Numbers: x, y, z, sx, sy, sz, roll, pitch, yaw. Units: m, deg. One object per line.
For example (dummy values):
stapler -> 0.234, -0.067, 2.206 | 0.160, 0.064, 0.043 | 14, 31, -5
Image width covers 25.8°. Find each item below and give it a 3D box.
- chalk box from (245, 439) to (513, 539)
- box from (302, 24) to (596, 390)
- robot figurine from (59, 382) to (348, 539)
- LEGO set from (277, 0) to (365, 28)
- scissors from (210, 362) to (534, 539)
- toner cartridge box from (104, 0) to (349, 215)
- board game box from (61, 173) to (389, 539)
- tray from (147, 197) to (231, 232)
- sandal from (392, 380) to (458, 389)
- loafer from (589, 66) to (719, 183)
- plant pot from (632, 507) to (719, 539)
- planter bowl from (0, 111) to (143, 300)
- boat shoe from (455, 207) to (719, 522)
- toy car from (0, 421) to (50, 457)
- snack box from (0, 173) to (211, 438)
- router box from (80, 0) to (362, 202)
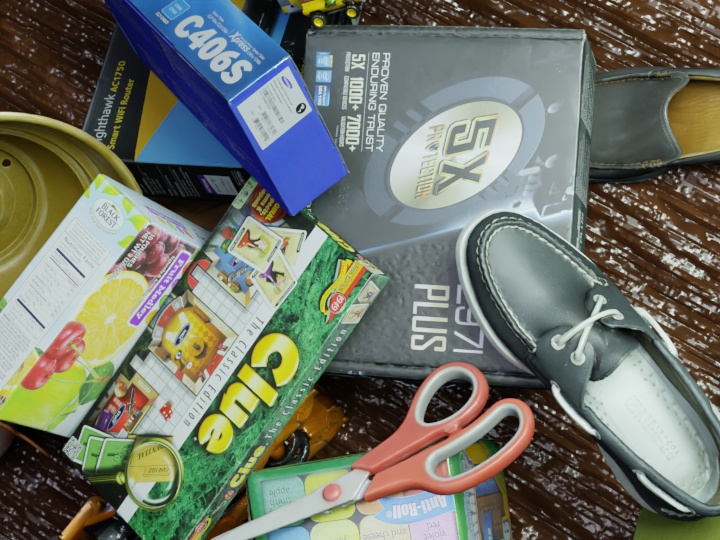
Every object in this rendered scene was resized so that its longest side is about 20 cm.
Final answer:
chalk box -> 0.013, 0.165, 0.901 | 0.124, 0.200, 0.125 | -9, 81, 13
box -> 0.049, -0.035, 0.916 | 0.163, 0.086, 0.202 | 4, 86, 13
robot figurine -> -0.102, 0.136, 0.972 | 0.200, 0.145, 0.058 | -40, 70, -1
LEGO set -> -0.007, -0.248, 0.918 | 0.153, 0.116, 0.201 | -5, 42, 31
scissors -> -0.001, 0.118, 0.830 | 0.199, 0.014, 0.073 | -34, 52, -6
toner cartridge box -> -0.087, -0.121, 0.888 | 0.043, 0.095, 0.200 | -36, 48, -9
board game box -> -0.079, 0.055, 0.883 | 0.105, 0.023, 0.201 | 39, 98, 27
tray -> -0.151, -0.040, 1.055 | 0.199, 0.037, 0.099 | -20, 79, 11
sandal -> 0.000, 0.000, 0.987 | 0.075, 0.045, 0.200 | -44, 90, -3
loafer -> 0.186, -0.094, 0.951 | 0.199, 0.072, 0.073 | -4, 84, 15
plant pot -> 0.256, 0.175, 0.862 | 0.199, 0.187, 0.189 | 1, 84, 32
planter bowl -> -0.234, -0.021, 0.957 | 0.200, 0.200, 0.084 | -46, 40, 6
boat shoe -> 0.129, 0.046, 0.824 | 0.076, 0.060, 0.200 | -45, 97, -11
toy car -> -0.295, 0.078, 1.021 | 0.199, 0.177, 0.185 | 17, 76, 4
snack box -> -0.132, 0.037, 0.953 | 0.053, 0.200, 0.142 | 42, 95, 28
router box -> -0.083, -0.140, 1.005 | 0.148, 0.051, 0.201 | 4, 62, 16
